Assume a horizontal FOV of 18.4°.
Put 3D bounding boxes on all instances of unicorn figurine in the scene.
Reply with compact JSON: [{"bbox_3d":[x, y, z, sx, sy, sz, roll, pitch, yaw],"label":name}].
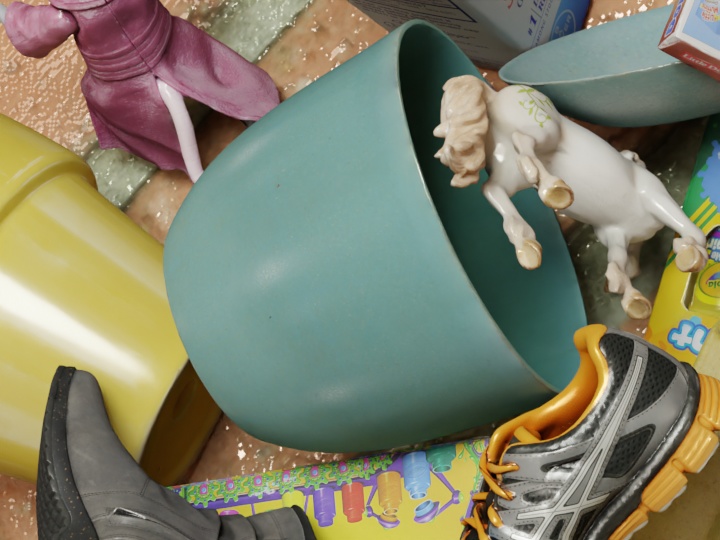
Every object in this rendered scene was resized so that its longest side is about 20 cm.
[{"bbox_3d":[0.112,-0.034,1.084,0.074,0.200,0.138,-35,32,14],"label":"unicorn figurine"}]

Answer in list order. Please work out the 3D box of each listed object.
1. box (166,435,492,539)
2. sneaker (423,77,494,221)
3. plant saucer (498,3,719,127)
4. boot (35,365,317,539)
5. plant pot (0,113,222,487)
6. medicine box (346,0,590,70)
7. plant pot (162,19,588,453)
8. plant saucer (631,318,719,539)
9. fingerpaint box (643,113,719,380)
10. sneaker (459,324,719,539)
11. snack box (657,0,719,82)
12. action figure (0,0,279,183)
[{"bbox_3d":[0.006,0.202,1.157,0.199,0.122,0.194,-10,73,23],"label":"box"},{"bbox_3d":[0.004,-0.041,1.259,0.199,0.075,0.100,-26,49,18],"label":"sneaker"},{"bbox_3d":[0.171,-0.107,1.131,0.200,0.201,0.039,-9,105,24],"label":"plant saucer"},{"bbox_3d":[-0.093,0.126,1.107,0.131,0.070,0.200,0,40,-13],"label":"boot"},{"bbox_3d":[-0.174,0.037,1.258,0.188,0.201,0.202,26,90,12],"label":"plant pot"},{"bbox_3d":[0.058,-0.221,1.190,0.103,0.200,0.183,15,85,28],"label":"medicine box"},{"bbox_3d":[0.000,0.000,1.112,0.160,0.200,0.201,-25,68,20],"label":"plant pot"},{"bbox_3d":[0.163,0.149,1.024,0.048,0.200,0.201,19,109,-8],"label":"plant saucer"},{"bbox_3d":[0.253,0.017,1.108,0.199,0.073,0.168,15,84,29],"label":"fingerpaint box"},{"bbox_3d":[0.081,0.111,1.026,0.077,0.078,0.200,39,88,-15],"label":"sneaker"},{"bbox_3d":[0.239,-0.091,1.026,0.199,0.024,0.072,26,75,-8],"label":"snack box"},{"bbox_3d":[-0.137,-0.126,1.260,0.134,0.200,0.149,-34,51,2],"label":"action figure"}]
